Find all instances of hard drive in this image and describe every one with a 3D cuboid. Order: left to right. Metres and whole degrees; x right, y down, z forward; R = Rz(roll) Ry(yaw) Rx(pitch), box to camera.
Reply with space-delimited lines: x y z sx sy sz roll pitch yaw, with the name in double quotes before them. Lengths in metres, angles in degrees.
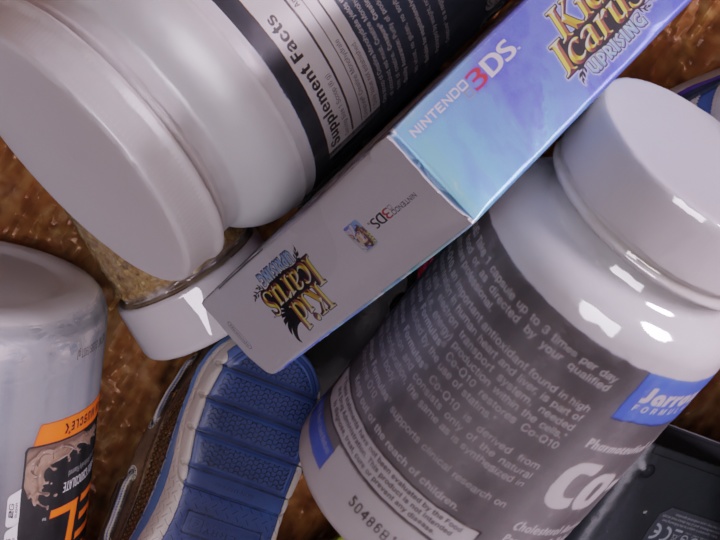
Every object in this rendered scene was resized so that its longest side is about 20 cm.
"hard drive" 0.108 0.163 1.053 0.139 0.033 0.200 21 108 -40

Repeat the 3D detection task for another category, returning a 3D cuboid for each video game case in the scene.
"video game case" 0.048 -0.061 0.892 0.045 0.181 0.200 46 60 -2

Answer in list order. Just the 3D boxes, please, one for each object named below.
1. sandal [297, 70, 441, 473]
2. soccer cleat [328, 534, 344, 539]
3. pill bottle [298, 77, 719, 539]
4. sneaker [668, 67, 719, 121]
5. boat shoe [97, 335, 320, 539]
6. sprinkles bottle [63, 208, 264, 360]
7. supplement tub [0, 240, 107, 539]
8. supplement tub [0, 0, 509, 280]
"sandal" 0.000 0.000 1.025 0.075 0.045 0.201 11 107 -3
"soccer cleat" -0.010 0.141 1.055 0.200 0.065 0.084 -16 123 -3
"pill bottle" 0.074 0.028 0.942 0.114 0.114 0.200 33 118 -11
"sneaker" 0.169 -0.032 0.964 0.200 0.147 0.081 -36 109 8
"boat shoe" -0.076 0.120 1.021 0.072 0.072 0.200 27 88 -21
"sprinkles bottle" -0.108 -0.062 0.992 0.068 0.068 0.200 -28 105 7
"supplement tub" -0.175 0.095 1.010 0.122 0.123 0.201 7 108 -4
"supplement tub" -0.038 -0.107 0.908 0.200 0.140 0.140 -44 105 -18
